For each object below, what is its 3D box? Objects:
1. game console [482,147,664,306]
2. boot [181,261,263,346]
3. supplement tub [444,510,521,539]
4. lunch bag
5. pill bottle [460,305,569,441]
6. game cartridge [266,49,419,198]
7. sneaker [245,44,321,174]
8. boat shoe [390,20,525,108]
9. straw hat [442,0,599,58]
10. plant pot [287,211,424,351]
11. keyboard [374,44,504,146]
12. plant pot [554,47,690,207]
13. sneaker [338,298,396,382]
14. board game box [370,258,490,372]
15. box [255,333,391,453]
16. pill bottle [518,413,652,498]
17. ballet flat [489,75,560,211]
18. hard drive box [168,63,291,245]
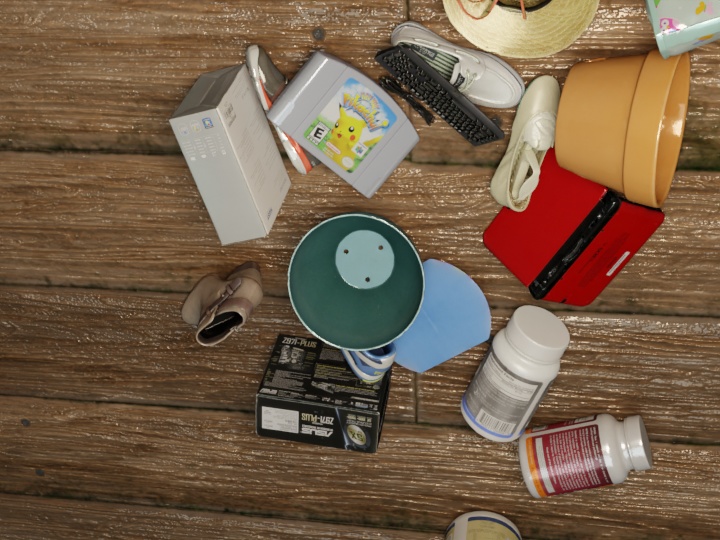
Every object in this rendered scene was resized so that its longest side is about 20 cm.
[{"bbox_3d":[0.310,-0.062,1.537,0.171,0.120,0.201,9,131,-34],"label":"game console"},{"bbox_3d":[-0.230,0.066,1.648,0.070,0.147,0.199,42,121,-19],"label":"boot"},{"bbox_3d":[0.210,0.540,1.836,0.142,0.201,0.146,5,124,8],"label":"supplement tub"},{"bbox_3d":[0.418,-0.334,1.229,0.168,0.201,0.123,-14,120,20],"label":"lunch bag"},{"bbox_3d":[0.242,0.160,1.637,0.112,0.114,0.202,21,124,-3],"label":"pill bottle"},{"bbox_3d":[-0.016,-0.206,1.458,0.199,0.041,0.134,36,99,-27],"label":"game cartridge"},{"bbox_3d":[-0.096,-0.238,1.484,0.081,0.077,0.201,-27,120,0],"label":"sneaker"},{"bbox_3d":[0.128,-0.264,1.412,0.198,0.067,0.074,22,125,-4],"label":"boat shoe"},{"bbox_3d":[0.205,-0.372,1.317,0.198,0.085,0.203,8,123,13],"label":"straw hat"},{"bbox_3d":[0.000,0.000,1.555,0.197,0.135,0.203,2,106,6],"label":"plant pot"},{"bbox_3d":[0.095,-0.232,1.425,0.199,0.021,0.127,37,163,-24],"label":"keyboard"},{"bbox_3d":[0.336,-0.192,1.354,0.138,0.200,0.202,12,126,22],"label":"plant pot"},{"bbox_3d":[-0.017,0.079,1.633,0.200,0.074,0.082,46,146,-1],"label":"sneaker"},{"bbox_3d":[0.108,0.064,1.647,0.199,0.039,0.159,-30,104,26],"label":"board game box"},{"bbox_3d":[-0.056,0.195,1.688,0.197,0.165,0.087,7,124,5],"label":"box"},{"bbox_3d":[0.364,0.297,1.701,0.198,0.113,0.114,-15,119,20],"label":"pill bottle"},{"bbox_3d":[0.237,-0.168,1.449,0.069,0.070,0.202,16,126,0],"label":"ballet flat"},{"bbox_3d":[-0.179,-0.165,1.484,0.076,0.157,0.202,-11,119,18],"label":"hard drive box"}]
